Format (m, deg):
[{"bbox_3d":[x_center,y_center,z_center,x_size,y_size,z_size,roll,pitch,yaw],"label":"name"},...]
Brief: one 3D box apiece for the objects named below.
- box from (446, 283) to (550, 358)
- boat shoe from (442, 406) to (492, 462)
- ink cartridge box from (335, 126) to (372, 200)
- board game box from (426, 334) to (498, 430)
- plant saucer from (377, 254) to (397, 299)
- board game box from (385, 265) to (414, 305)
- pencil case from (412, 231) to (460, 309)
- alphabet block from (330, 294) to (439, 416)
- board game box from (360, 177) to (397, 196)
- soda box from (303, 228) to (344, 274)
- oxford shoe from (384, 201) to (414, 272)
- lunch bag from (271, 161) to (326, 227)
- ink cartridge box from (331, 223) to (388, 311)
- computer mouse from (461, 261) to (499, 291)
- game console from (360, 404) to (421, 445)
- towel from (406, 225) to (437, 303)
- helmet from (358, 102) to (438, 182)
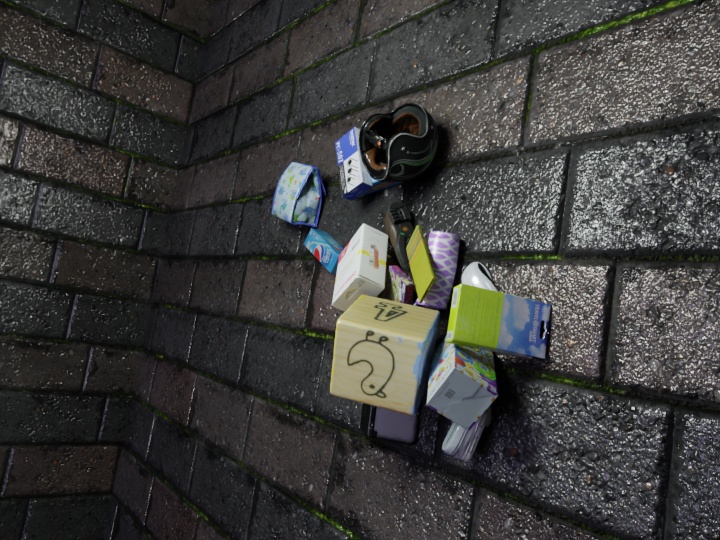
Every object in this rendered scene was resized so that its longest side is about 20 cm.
[{"bbox_3d":[0.284,0.107,1.125,0.048,0.200,0.122,136,146,-76],"label":"box"},{"bbox_3d":[0.250,0.316,1.184,0.200,0.067,0.074,-59,3,-8],"label":"boat shoe"},{"bbox_3d":[-0.022,-0.319,1.633,0.094,0.044,0.200,-30,57,40],"label":"ink cartridge box"},{"bbox_3d":[0.212,0.218,1.145,0.105,0.103,0.200,-58,2,22],"label":"board game box"},{"bbox_3d":[0.031,0.045,1.553,0.200,0.035,0.200,-18,66,46],"label":"plant saucer"},{"bbox_3d":[0.093,0.102,1.394,0.120,0.032,0.200,-132,43,-57],"label":"board game box"},{"bbox_3d":[0.191,0.002,1.343,0.085,0.084,0.200,170,114,-84],"label":"pencil case"},{"bbox_3d":[0.060,0.187,1.260,0.200,0.196,0.196,10,107,15],"label":"alphabet block"},{"bbox_3d":[0.042,-0.340,1.642,0.196,0.056,0.200,-10,71,49],"label":"board game box"},{"bbox_3d":[-0.100,-0.059,1.717,0.200,0.068,0.064,44,112,47],"label":"soda box"},{"bbox_3d":[0.113,-0.080,1.481,0.084,0.073,0.200,123,141,-58],"label":"oxford shoe"},{"bbox_3d":[-0.209,-0.265,1.867,0.170,0.127,0.200,25,108,51],"label":"lunch bag"},{"bbox_3d":[0.000,0.000,1.445,0.145,0.083,0.200,-49,23,40],"label":"ink cartridge box"},{"bbox_3d":[0.278,0.060,1.242,0.110,0.044,0.200,-52,45,28],"label":"computer mouse"},{"bbox_3d":[0.079,0.333,1.420,0.176,0.116,0.200,144,135,-77],"label":"game console"},{"bbox_3d":[0.147,-0.018,1.328,0.200,0.018,0.086,-98,23,-48],"label":"towel"},{"bbox_3d":[0.111,-0.337,1.453,0.200,0.191,0.200,44,145,41],"label":"helmet"}]
